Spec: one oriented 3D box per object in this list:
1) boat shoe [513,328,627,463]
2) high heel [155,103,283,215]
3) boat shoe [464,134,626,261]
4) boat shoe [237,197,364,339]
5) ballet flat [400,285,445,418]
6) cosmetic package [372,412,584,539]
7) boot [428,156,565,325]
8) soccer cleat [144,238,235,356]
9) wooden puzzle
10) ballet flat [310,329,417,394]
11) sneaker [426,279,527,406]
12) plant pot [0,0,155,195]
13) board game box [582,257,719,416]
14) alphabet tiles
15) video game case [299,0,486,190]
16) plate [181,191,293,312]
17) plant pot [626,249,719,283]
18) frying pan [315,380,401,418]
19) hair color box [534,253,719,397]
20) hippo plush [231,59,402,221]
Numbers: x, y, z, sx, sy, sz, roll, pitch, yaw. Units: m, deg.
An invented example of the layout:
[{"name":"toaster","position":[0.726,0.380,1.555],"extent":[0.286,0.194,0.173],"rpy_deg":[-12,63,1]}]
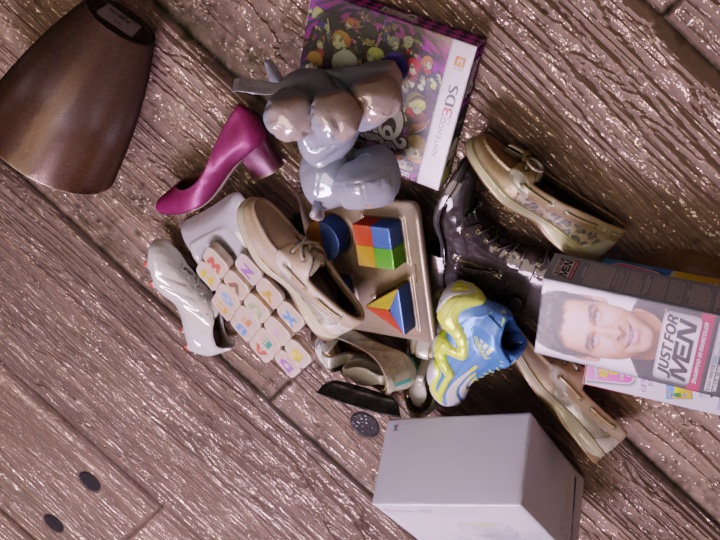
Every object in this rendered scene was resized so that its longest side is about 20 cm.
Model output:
[{"name":"boat shoe","position":[0.246,0.139,1.136],"extent":[0.065,0.072,0.200],"rpy_deg":[-38,86,3]},{"name":"high heel","position":[-0.199,-0.141,1.185],"extent":[0.199,0.068,0.096],"rpy_deg":[-22,116,21]},{"name":"boat shoe","position":[0.201,-0.089,1.014],"extent":[0.200,0.073,0.063],"rpy_deg":[37,124,-12]},{"name":"boat shoe","position":[-0.069,-0.010,1.111],"extent":[0.065,0.072,0.200],"rpy_deg":[-28,100,40]},{"name":"ballet flat","position":[0.089,0.111,1.196],"extent":[0.075,0.064,0.201],"rpy_deg":[13,124,19]},{"name":"cosmetic package","position":[0.154,0.280,1.181],"extent":[0.199,0.123,0.200],"rpy_deg":[-8,141,31]},{"name":"boot","position":[0.172,-0.028,1.070],"extent":[0.173,0.069,0.201],"rpy_deg":[18,135,15]},{"name":"soccer cleat","position":[-0.239,0.037,1.322],"extent":[0.077,0.069,0.201],"rpy_deg":[-5,124,24]},{"name":"wooden puzzle","position":[0.000,0.000,1.146],"extent":[0.199,0.046,0.186],"rpy_deg":[10,120,39]},{"name":"ballet flat","position":[-0.013,0.112,1.210],"extent":[0.200,0.062,0.068],"rpy_deg":[13,119,45]},{"name":"sneaker","position":[0.139,0.107,1.105],"extent":[0.105,0.076,0.200],"rpy_deg":[24,141,26]},{"name":"plant pot","position":[-0.344,-0.231,1.152],"extent":[0.187,0.187,0.200],"rpy_deg":[39,115,0]},{"name":"board game box","position":[0.354,0.078,1.017],"extent":[0.199,0.040,0.154],"rpy_deg":[13,124,20]},{"name":"alphabet tiles","position":[-0.140,0.054,1.220],"extent":[0.200,0.015,0.196],"rpy_deg":[48,151,1]},{"name":"video game case","position":[0.024,-0.206,1.049],"extent":[0.199,0.036,0.182],"rpy_deg":[23,126,13]},{"name":"plate","position":[-0.153,0.004,1.232],"extent":[0.200,0.032,0.199],"rpy_deg":[55,149,-11]},{"name":"plant pot","position":[0.362,0.071,1.052],"extent":[0.199,0.027,0.201],"rpy_deg":[13,123,20]},{"name":"frying pan","position":[0.024,0.173,1.207],"extent":[0.115,0.190,0.031],"rpy_deg":[13,85,44]},{"name":"hair color box","position":[0.290,0.056,0.972],"extent":[0.199,0.061,0.099],"rpy_deg":[13,124,21]},{"name":"hippo plush","position":[-0.039,-0.129,1.003],"extent":[0.199,0.159,0.161],"rpy_deg":[5,121,25]}]
